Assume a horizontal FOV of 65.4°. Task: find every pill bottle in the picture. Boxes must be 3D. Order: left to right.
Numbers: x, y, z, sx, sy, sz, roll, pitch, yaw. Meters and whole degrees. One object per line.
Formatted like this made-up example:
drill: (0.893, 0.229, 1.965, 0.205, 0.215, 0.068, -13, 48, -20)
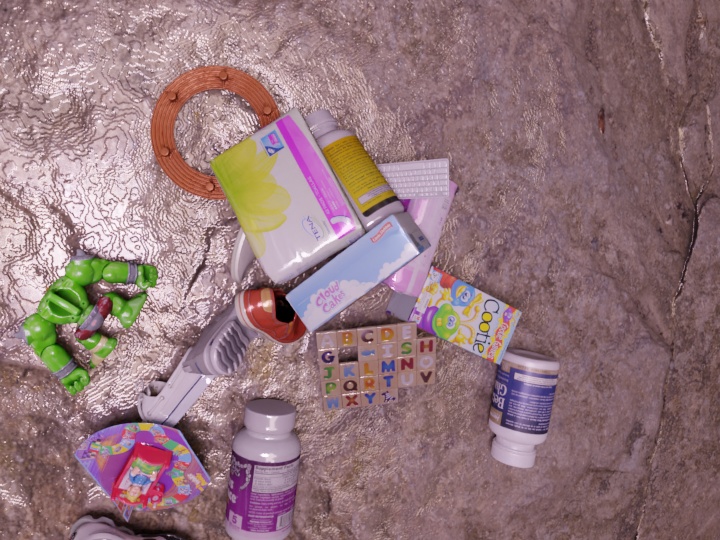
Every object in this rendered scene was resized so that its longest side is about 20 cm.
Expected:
pill bottle: (-0.153, 0.316, 0.895, 0.111, 0.112, 0.203, 5, 93, -20)
pill bottle: (-0.028, -0.142, 0.871, 0.112, 0.112, 0.201, -31, 84, -14)
pill bottle: (0.303, 0.258, 1.058, 0.110, 0.111, 0.203, 8, 93, -21)

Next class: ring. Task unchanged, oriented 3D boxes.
ring: (-0.215, -0.208, 0.839, 0.197, 0.019, 0.204, 0, 90, -6)

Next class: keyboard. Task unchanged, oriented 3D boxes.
keyboard: (0.053, -0.142, 0.891, 0.011, 0.198, 0.057, -18, 106, -50)

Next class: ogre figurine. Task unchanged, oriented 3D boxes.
ogre figurine: (-0.387, 0.058, 0.792, 0.200, 0.098, 0.120, -49, 121, 3)

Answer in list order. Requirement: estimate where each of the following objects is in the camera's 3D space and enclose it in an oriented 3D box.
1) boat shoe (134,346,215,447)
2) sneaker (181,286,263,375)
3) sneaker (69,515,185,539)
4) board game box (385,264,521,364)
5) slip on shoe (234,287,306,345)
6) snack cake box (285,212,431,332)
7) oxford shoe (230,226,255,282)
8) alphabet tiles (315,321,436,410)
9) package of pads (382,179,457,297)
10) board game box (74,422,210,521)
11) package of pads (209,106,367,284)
boat shoe: (-0.300, 0.192, 0.839, 0.086, 0.075, 0.202, 40, 103, -5)
sneaker: (-0.196, 0.084, 0.833, 0.081, 0.200, 0.076, -12, 108, 20)
sneaker: (-0.328, 0.427, 0.819, 0.198, 0.088, 0.075, 25, 82, -22)
board game box: (0.164, 0.073, 0.991, 0.198, 0.103, 0.106, 25, 87, -21)
slip on shoe: (-0.118, 0.068, 0.850, 0.060, 0.200, 0.075, -15, 71, 12)
snack cake box: (0.000, 0.000, 0.824, 0.199, 0.115, 0.068, -37, 88, 17)
oxford shoe: (-0.148, -0.074, 0.874, 0.057, 0.075, 0.202, 22, 83, 0)
alphabet tiles: (0.030, 0.162, 0.943, 0.197, 0.008, 0.169, -6, 120, -4)
package of pads: (0.076, -0.064, 0.932, 0.075, 0.120, 0.202, 20, 89, -33)
board game box: (-0.317, 0.306, 0.822, 0.156, 0.039, 0.202, -15, 125, 1)
package of pads: (-0.104, -0.100, 0.788, 0.153, 0.068, 0.202, -30, 87, 5)
